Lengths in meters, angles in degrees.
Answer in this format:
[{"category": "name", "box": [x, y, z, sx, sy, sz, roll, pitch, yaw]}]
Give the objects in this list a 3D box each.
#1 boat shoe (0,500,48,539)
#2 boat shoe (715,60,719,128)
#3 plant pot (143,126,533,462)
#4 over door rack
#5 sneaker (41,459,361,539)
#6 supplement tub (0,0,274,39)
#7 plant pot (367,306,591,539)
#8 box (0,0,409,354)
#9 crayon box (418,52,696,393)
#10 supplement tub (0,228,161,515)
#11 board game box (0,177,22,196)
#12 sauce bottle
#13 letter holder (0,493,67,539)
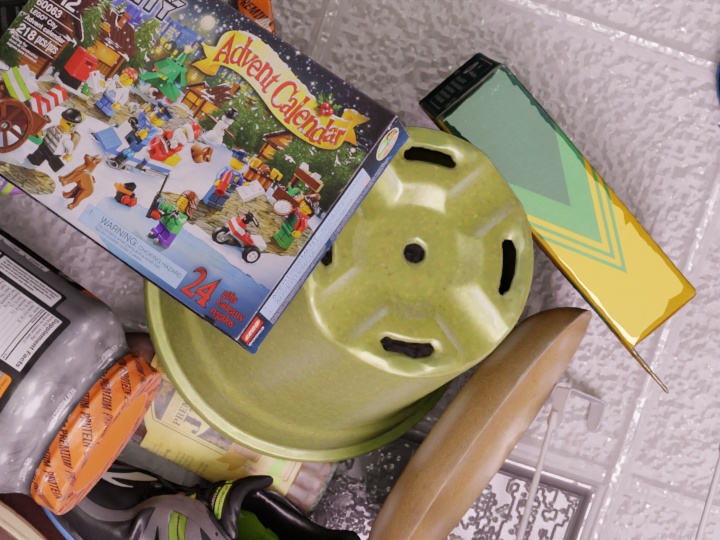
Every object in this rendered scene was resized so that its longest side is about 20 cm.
[{"category": "boat shoe", "box": [-0.253, 0.145, 1.403, 0.200, 0.072, 0.072, 31, 61, 0]}, {"category": "boat shoe", "box": [0.277, -0.048, 1.477, 0.084, 0.069, 0.200, -35, 98, 2]}, {"category": "plant pot", "box": [0.000, 0.000, 1.383, 0.200, 0.184, 0.201, 2, 83, -18]}, {"category": "over door rack", "box": [0.126, 0.152, 1.426, 0.067, 0.148, 0.200, 39, 68, -37]}, {"category": "sneaker", "box": [-0.086, 0.140, 1.450, 0.199, 0.071, 0.083, 20, 130, 9]}, {"category": "supplement tub", "box": [-0.146, -0.121, 1.394, 0.199, 0.123, 0.123, -7, 98, -1]}, {"category": "plant pot", "box": [0.061, 0.097, 1.429, 0.027, 0.200, 0.200, 36, 95, 10]}, {"category": "box", "box": [-0.095, -0.070, 1.286, 0.200, 0.038, 0.137, 34, 86, 17]}, {"category": "crayon box", "box": [0.119, -0.031, 1.444, 0.052, 0.126, 0.200, -40, 98, 3]}, {"category": "supplement tub", "box": [-0.216, 0.038, 1.394, 0.200, 0.123, 0.123, 36, 95, 6]}, {"category": "board game box", "box": [-0.173, -0.107, 1.470, 0.199, 0.032, 0.120, -7, 95, -2]}, {"category": "sauce bottle", "box": [-0.108, 0.078, 1.480, 0.200, 0.065, 0.065, 26, 96, -6]}, {"category": "letter holder", "box": [-0.178, 0.205, 1.487, 0.199, 0.142, 0.101, 11, 129, -5]}]
